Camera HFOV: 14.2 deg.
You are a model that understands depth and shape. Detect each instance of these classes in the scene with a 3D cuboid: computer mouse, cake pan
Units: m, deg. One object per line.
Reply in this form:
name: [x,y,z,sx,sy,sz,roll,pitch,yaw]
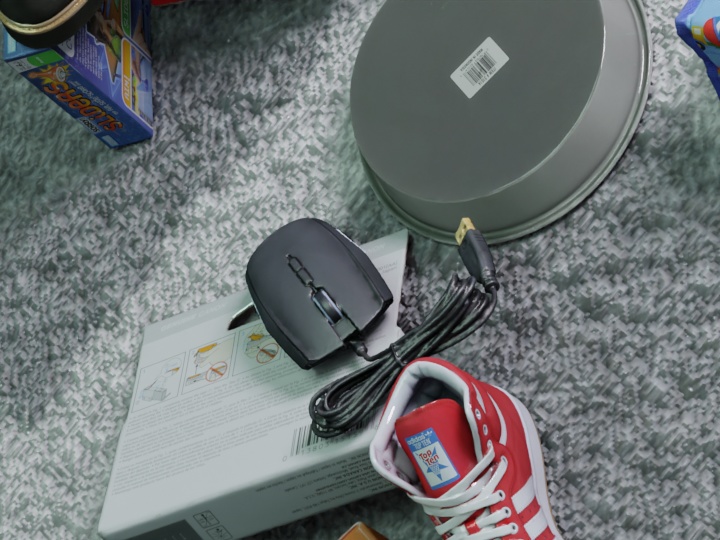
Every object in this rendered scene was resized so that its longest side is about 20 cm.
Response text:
computer mouse: [0.000,0.000,1.677,0.140,0.046,0.200,-36,32,4]
cake pan: [0.076,-0.114,1.721,0.200,0.037,0.201,-13,63,27]

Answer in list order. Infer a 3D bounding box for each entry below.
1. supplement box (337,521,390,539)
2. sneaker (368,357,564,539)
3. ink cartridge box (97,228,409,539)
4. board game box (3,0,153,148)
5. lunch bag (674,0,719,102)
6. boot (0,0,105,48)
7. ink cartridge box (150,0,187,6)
supplement box: [0.045,0.229,1.571,0.069,0.067,0.200,-44,53,5]
sneaker: [0.068,0.138,1.566,0.071,0.112,0.201,-31,56,18]
ink cartridge box: [-0.053,0.077,1.717,0.199,0.044,0.174,-20,36,25]
board game box: [-0.181,-0.196,1.860,0.034,0.135,0.201,-14,62,21]
lunch bag: [0.291,-0.175,1.593,0.150,0.094,0.200,14,65,37]
boot: [-0.158,-0.242,1.722,0.077,0.138,0.200,24,72,18]
ink cartridge box: [-0.082,-0.283,1.855,0.175,0.084,0.201,-8,65,39]
